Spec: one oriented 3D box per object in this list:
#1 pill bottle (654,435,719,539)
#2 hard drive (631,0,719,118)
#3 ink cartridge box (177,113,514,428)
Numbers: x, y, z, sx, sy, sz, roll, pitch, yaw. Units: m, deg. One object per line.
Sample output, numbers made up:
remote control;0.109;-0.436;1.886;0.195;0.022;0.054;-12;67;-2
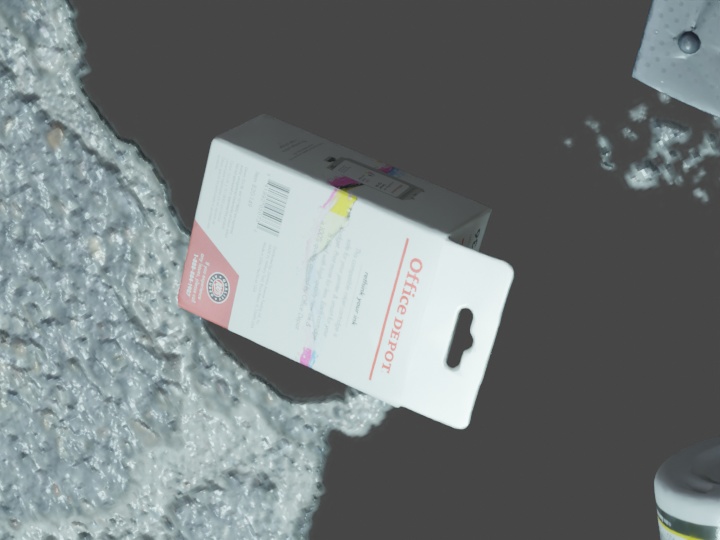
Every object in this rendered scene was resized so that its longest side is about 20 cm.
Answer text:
pill bottle;0.230;0.199;1.078;0.111;0.111;0.201;-2;106;27
hard drive;0.251;-0.128;0.997;0.200;0.042;0.135;21;115;19
ink cartridge box;0.000;0.000;1.149;0.200;0.067;0.117;24;116;19
